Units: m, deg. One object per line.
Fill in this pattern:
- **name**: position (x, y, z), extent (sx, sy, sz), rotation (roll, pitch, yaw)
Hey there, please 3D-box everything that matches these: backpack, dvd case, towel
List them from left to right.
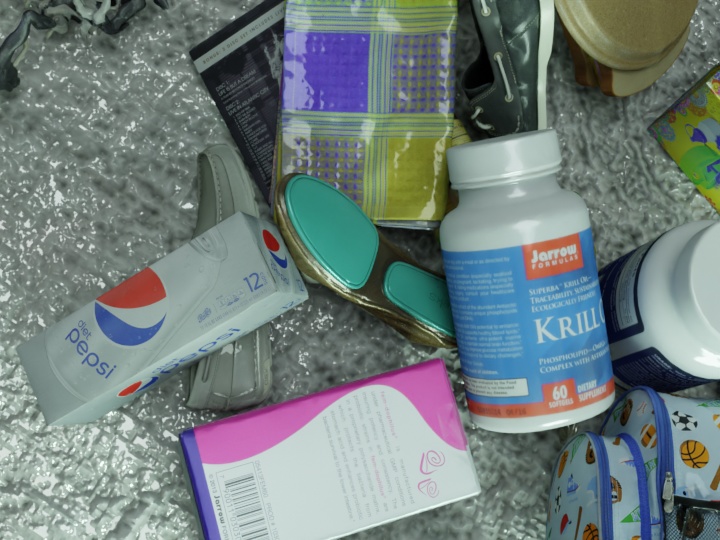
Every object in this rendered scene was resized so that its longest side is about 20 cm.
- **dvd case**: position (-0.029, -0.122, 0.959), extent (0.147, 0.016, 0.202), rotation (-30, 86, 13)
- **towel**: position (0.003, -0.131, 0.931), extent (0.141, 0.023, 0.204), rotation (6, 94, 14)
- **backpack**: position (0.215, 0.185, 0.900), extent (0.152, 0.200, 0.193), rotation (17, 63, -8)

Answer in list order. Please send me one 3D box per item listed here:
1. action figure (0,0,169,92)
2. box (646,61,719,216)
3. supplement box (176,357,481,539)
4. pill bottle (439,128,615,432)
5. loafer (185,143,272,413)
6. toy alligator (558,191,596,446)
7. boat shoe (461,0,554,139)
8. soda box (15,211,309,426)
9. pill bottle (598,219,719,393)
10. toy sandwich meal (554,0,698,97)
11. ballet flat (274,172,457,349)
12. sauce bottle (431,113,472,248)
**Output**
- **action figure**: position (-0.224, -0.221, 0.931), extent (0.199, 0.102, 0.119), rotation (-38, 76, -14)
- **box**: position (0.385, -0.115, 1.018), extent (0.192, 0.122, 0.201), rotation (-40, 88, -15)
- **supplement box**: position (-0.026, 0.143, 0.894), extent (0.197, 0.103, 0.103), rotation (-14, 81, -12)
- **pill bottle**: position (0.117, 0.005, 0.888), extent (0.110, 0.112, 0.204), rotation (-13, 98, -13)
- **loafer**: position (-0.110, 0.005, 0.923), extent (0.069, 0.070, 0.204), rotation (-3, 80, -20)
- **toy alligator**: position (0.148, 0.037, 0.969), extent (0.053, 0.059, 0.204), rotation (5, 85, -17)
- **boat shoe**: position (0.109, -0.140, 0.952), extent (0.066, 0.203, 0.072), rotation (-11, 37, -9)
- **soda box**: position (-0.140, 0.037, 0.865), extent (0.198, 0.068, 0.064), rotation (-30, 78, 14)
- **pill bottle**: position (0.246, 0.028, 0.919), extent (0.114, 0.200, 0.118), rotation (2, 79, -10)
- **toy sandwich meal**: position (0.206, -0.250, 0.999), extent (0.202, 0.070, 0.209), rotation (-2, 93, -36)
- **ballet flat**: position (0.000, 0.000, 0.927), extent (0.199, 0.072, 0.069), rotation (32, 62, -25)
- **sauce bottle**: position (0.056, -0.097, 0.980), extent (0.064, 0.065, 0.202), rotation (-27, 83, -15)
